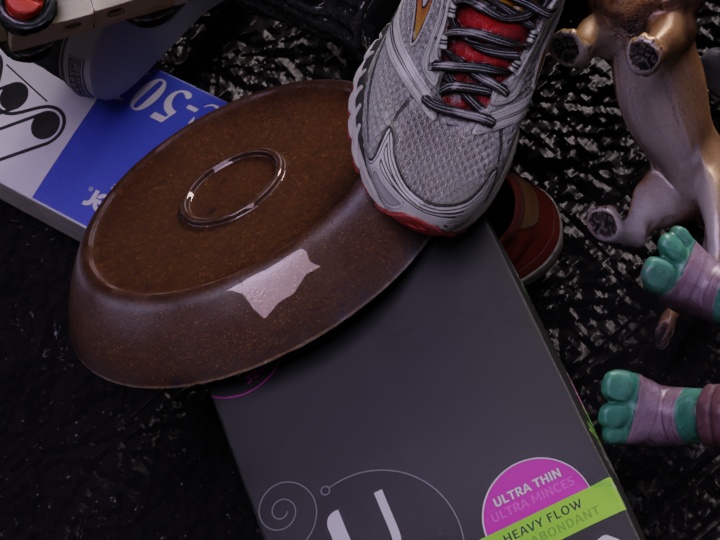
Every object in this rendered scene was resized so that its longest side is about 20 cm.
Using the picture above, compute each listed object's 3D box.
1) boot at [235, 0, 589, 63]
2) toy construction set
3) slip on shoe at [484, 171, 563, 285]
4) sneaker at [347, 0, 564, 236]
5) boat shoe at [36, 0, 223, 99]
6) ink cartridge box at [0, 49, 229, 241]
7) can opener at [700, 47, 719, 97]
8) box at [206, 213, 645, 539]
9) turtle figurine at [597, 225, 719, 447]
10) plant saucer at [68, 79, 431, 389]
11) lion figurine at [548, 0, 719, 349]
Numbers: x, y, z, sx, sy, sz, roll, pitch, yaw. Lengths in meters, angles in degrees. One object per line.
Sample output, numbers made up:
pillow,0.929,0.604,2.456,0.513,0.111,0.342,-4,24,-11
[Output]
boot,0.049,-0.175,1.032,0.210,0.080,0.158,-34,42,-20
toy construction set,-0.142,-0.174,1.009,0.199,0.092,0.132,-21,77,1
slip on shoe,0.000,0.000,1.015,0.199,0.061,0.075,-20,63,9
sneaker,0.049,-0.112,0.896,0.077,0.082,0.202,17,76,-7
boat shoe,-0.102,-0.165,1.099,0.066,0.070,0.200,26,59,25
ink cartridge box,-0.148,-0.071,1.104,0.199,0.044,0.094,27,77,25
can opener,0.248,-0.059,0.977,0.200,0.067,0.054,42,115,36
box,0.038,0.107,0.915,0.148,0.124,0.201,-25,60,3
turtle figurine,0.200,0.043,0.844,0.199,0.101,0.150,8,52,40
plant saucer,-0.052,-0.027,0.958,0.199,0.035,0.201,-20,34,14
lion figurine,0.144,-0.077,0.974,0.072,0.202,0.122,2,23,26
